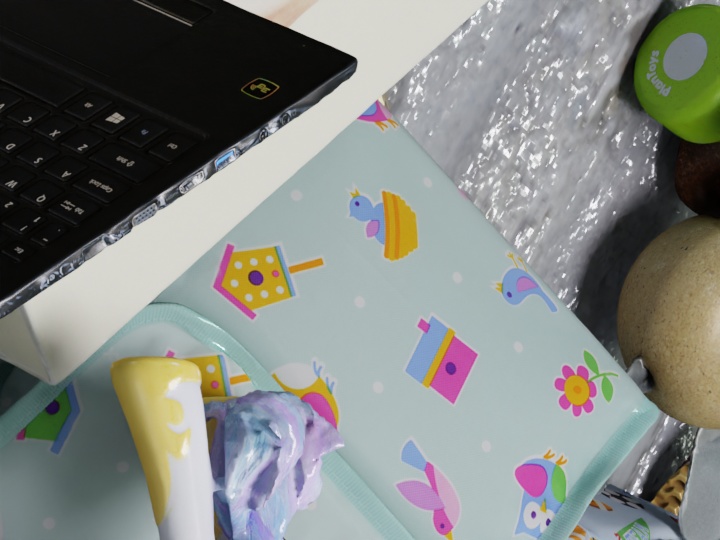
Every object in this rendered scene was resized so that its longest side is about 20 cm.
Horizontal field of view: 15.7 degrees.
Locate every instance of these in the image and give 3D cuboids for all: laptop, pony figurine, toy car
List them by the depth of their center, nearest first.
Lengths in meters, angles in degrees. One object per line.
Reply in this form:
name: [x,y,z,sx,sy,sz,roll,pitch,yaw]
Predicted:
laptop: [-0.134,-0.069,0.623,0.200,0.177,0.103,-36,137,-33]
pony figurine: [-0.055,0.128,0.699,0.193,0.167,0.200,4,74,-19]
toy car: [0.170,0.019,1.092,0.164,0.158,0.200,30,89,-44]

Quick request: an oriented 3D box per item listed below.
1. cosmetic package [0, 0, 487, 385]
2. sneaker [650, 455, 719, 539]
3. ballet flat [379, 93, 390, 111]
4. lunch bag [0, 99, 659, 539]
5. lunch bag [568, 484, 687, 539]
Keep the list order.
cosmetic package: [-0.065,-0.073,0.775,0.200,0.103,0.087,-44,139,-28]
sneaker: [0.175,0.157,1.263,0.090,0.075,0.200,-25,136,-53]
ballet flat: [0.000,0.000,0.951,0.067,0.046,0.200,-36,136,-35]
lunch bag: [-0.028,0.062,0.826,0.170,0.122,0.200,48,57,-11]
lunch bag: [0.071,0.171,1.129,0.200,0.076,0.160,10,105,-55]
